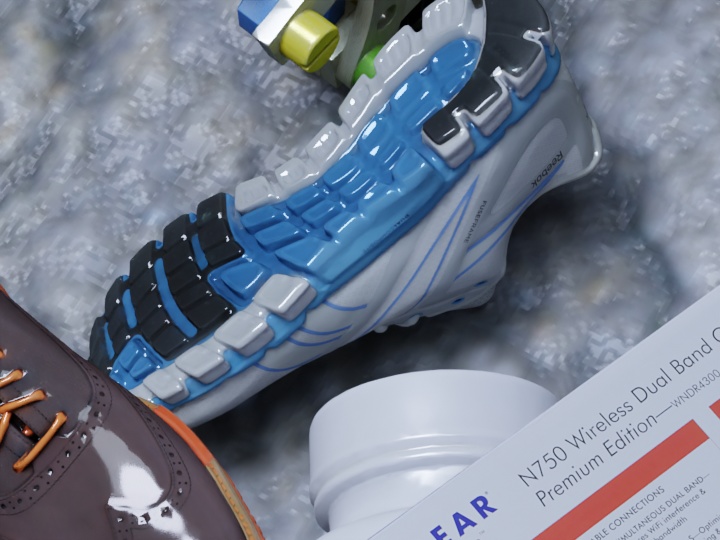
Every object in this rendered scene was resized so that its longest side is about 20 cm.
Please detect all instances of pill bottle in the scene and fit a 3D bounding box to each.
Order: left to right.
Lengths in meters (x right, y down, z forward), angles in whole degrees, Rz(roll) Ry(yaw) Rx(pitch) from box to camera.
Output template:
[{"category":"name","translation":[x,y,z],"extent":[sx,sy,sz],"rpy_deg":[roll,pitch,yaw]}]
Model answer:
[{"category":"pill bottle","translation":[0.030,0.137,0.779],"extent":[0.112,0.112,0.201],"rpy_deg":[-4,62,3]}]

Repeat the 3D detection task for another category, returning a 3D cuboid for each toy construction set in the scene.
[{"category":"toy construction set","translation":[0.030,-0.137,0.906],"extent":[0.200,0.131,0.092],"rpy_deg":[-34,67,-8]}]

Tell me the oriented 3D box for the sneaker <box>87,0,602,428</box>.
[{"category":"sneaker","translation":[0.000,0.000,0.874],"extent":[0.200,0.087,0.075],"rpy_deg":[-38,42,6]}]

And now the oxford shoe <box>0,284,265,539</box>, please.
[{"category":"oxford shoe","translation":[-0.109,0.048,0.806],"extent":[0.200,0.073,0.071],"rpy_deg":[37,86,25]}]

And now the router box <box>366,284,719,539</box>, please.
[{"category":"router box","translation":[0.111,0.107,0.715],"extent":[0.200,0.049,0.180],"rpy_deg":[-33,72,-23]}]
